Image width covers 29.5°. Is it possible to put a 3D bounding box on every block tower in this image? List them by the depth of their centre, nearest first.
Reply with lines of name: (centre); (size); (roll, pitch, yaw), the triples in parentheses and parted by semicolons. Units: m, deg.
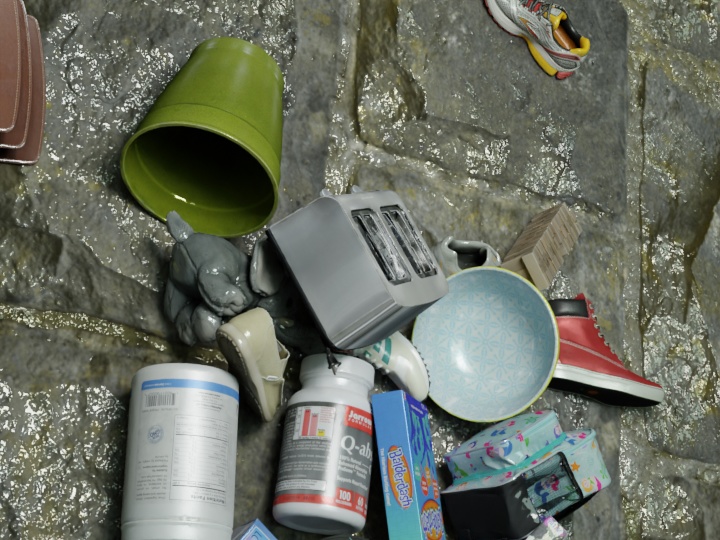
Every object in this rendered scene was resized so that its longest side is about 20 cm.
block tower: (0.251, -0.031, 1.895); (0.054, 0.057, 0.200); (59, 29, -10)

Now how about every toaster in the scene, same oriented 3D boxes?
toaster: (0.000, 0.000, 1.663); (0.202, 0.118, 0.180); (61, 26, 9)

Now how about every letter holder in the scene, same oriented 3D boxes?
letter holder: (-0.433, -0.241, 1.633); (0.140, 0.100, 0.203); (4, 71, -28)

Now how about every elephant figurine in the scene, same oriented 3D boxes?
elephant figurine: (-0.138, 0.020, 1.700); (0.198, 0.157, 0.141); (-7, 33, -40)

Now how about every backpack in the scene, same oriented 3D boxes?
backpack: (0.215, 0.263, 1.759); (0.198, 0.177, 0.153); (-15, 85, -34)

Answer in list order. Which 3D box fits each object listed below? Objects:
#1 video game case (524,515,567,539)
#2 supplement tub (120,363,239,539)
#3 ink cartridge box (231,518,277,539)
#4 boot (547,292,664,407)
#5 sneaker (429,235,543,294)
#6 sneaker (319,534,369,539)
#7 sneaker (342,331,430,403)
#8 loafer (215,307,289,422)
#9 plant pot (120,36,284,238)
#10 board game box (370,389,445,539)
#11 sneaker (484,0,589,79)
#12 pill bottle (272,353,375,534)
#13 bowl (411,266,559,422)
video game case: (0.173, 0.388, 1.655); (0.181, 0.200, 0.036); (-43, 71, -11)
supplement tub: (-0.207, 0.219, 1.578); (0.130, 0.132, 0.203); (10, 70, -24)
ink cartridge box: (-0.106, 0.413, 1.600); (0.200, 0.076, 0.137); (47, 59, -8)
boot: (0.347, 0.110, 1.942); (0.197, 0.072, 0.146); (17, 64, -18)
sneaker: (0.175, 0.008, 1.867); (0.197, 0.092, 0.077); (15, 57, -24)
sneaker: (0.020, 0.351, 1.564); (0.197, 0.079, 0.077); (9, 88, 3)
sneaker: (0.007, 0.098, 1.773); (0.093, 0.070, 0.201); (-30, 86, -25)
loafer: (-0.118, 0.113, 1.626); (0.068, 0.201, 0.076); (-38, 64, -17)
plant pot: (-0.176, -0.180, 1.707); (0.199, 0.200, 0.195); (27, 51, -17)
board game box: (0.062, 0.260, 1.699); (0.044, 0.152, 0.203); (-10, 75, 12)
sneaker: (0.269, -0.385, 2.059); (0.200, 0.082, 0.078); (42, 59, -8)
pill bottle: (-0.040, 0.212, 1.676); (0.114, 0.116, 0.203); (16, 67, -22)
bowl: (0.175, 0.098, 1.819); (0.203, 0.198, 0.108); (71, 16, 9)
